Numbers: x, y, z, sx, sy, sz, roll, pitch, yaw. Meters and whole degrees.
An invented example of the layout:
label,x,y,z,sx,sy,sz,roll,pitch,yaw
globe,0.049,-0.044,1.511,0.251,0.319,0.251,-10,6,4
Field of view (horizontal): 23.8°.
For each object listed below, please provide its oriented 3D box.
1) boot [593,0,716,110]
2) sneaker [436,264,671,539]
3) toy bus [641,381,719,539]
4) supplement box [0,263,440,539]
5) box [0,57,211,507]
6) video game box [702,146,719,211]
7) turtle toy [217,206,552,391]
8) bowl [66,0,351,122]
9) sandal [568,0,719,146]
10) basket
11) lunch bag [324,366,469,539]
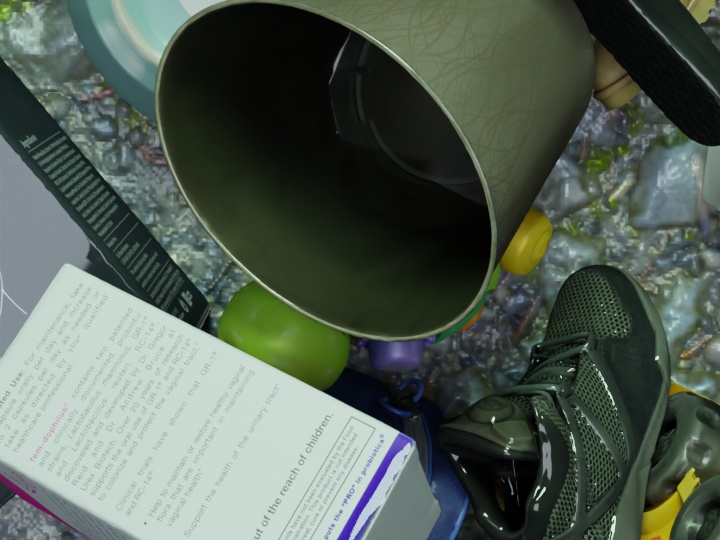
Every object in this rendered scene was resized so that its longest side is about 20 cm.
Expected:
label,x,y,z,sx,sy,sz,roll,pitch,yaw
boot,0.115,-0.212,0.914,0.200,0.066,0.176,37,88,-7
sneaker,0.105,0.067,0.906,0.076,0.201,0.114,-13,140,40
toy bus,0.181,0.188,0.925,0.135,0.200,0.192,34,106,-16
supplement box,-0.074,0.096,0.804,0.199,0.101,0.104,24,71,19
box,-0.205,0.002,0.944,0.148,0.107,0.200,-38,99,9
video game box,0.282,-0.040,0.873,0.181,0.200,0.047,1,98,1
turtle toy,0.000,0.000,0.905,0.145,0.200,0.102,32,123,20
bowl,-0.071,-0.161,0.908,0.199,0.105,0.203,1,102,3
sandal,0.133,-0.153,0.861,0.048,0.075,0.201,-41,96,-16
basket,0.026,-0.078,0.821,0.180,0.200,0.136,38,124,10
lunch bag,-0.020,0.143,0.948,0.132,0.136,0.201,23,107,-17
